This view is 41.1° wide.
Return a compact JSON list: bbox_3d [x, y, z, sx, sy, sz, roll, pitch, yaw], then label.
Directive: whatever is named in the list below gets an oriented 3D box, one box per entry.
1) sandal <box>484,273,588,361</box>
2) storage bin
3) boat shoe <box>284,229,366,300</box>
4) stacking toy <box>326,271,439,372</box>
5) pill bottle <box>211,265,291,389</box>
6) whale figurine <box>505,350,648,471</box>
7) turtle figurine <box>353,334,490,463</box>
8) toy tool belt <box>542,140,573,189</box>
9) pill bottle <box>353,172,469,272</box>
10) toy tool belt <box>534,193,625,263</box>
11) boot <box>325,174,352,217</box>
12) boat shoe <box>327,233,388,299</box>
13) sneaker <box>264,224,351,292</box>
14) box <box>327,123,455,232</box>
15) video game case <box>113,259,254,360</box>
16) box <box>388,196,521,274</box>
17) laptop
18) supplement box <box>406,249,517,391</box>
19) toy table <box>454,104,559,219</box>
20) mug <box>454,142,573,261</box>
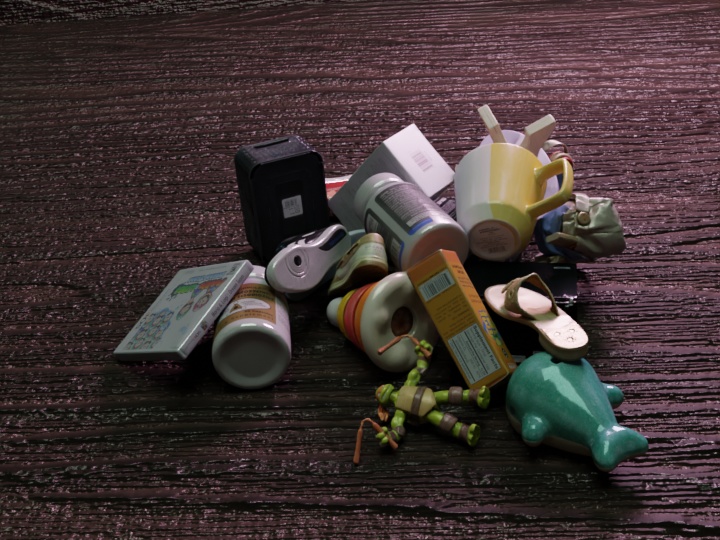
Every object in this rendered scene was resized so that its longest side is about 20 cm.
[{"bbox_3d":[0.237,0.039,1.289,0.077,0.070,0.212,-15,30,-18],"label":"sandal"},{"bbox_3d":[-0.136,-0.124,1.710,0.135,0.200,0.094,-16,32,-18],"label":"storage bin"},{"bbox_3d":[-0.069,-0.019,1.656,0.202,0.075,0.086,-33,36,-24],"label":"boat shoe"},{"bbox_3d":[0.011,0.067,1.454,0.146,0.146,0.200,-26,20,-32],"label":"stacking toy"},{"bbox_3d":[-0.163,0.078,1.450,0.114,0.115,0.200,-7,29,-2],"label":"pill bottle"},{"bbox_3d":[0.272,0.172,1.220,0.159,0.104,0.200,-18,30,-22],"label":"whale figurine"},{"bbox_3d":[0.081,0.186,1.273,0.161,0.064,0.200,12,56,21],"label":"turtle figurine"},{"bbox_3d":[0.323,-0.161,1.766,0.200,0.125,0.123,-22,19,-12],"label":"toy tool belt"},{"bbox_3d":[0.073,-0.069,1.498,0.114,0.114,0.200,-17,37,-19],"label":"pill bottle"},{"bbox_3d":[0.323,-0.053,1.528,0.123,0.125,0.200,-17,-4,-11],"label":"toy tool belt"},{"bbox_3d":[-0.034,-0.123,1.828,0.200,0.073,0.144,-17,33,-27],"label":"boot"},{"bbox_3d":[0.000,0.000,1.502,0.074,0.200,0.067,12,68,-16],"label":"boat shoe"},{"bbox_3d":[-0.108,-0.009,1.516,0.112,0.073,0.200,-12,12,38],"label":"sneaker"},{"bbox_3d":[0.053,-0.139,1.679,0.124,0.200,0.097,51,47,3],"label":"box"},{"bbox_3d":[-0.270,0.062,1.457,0.200,0.024,0.182,-7,41,49],"label":"video game case"},{"bbox_3d":[0.158,-0.034,1.618,0.164,0.086,0.200,14,36,30],"label":"box"},{"bbox_3d":[0.227,0.076,1.409,0.177,0.200,0.103,1,-11,12],"label":"laptop"},{"bbox_3d":[0.143,0.072,1.332,0.069,0.200,0.067,-31,-15,21],"label":"supplement box"},{"bbox_3d":[0.261,-0.186,1.656,0.184,0.117,0.200,-38,58,1],"label":"toy table"},{"bbox_3d":[0.221,-0.107,1.493,0.149,0.187,0.153,25,43,-9],"label":"mug"}]
